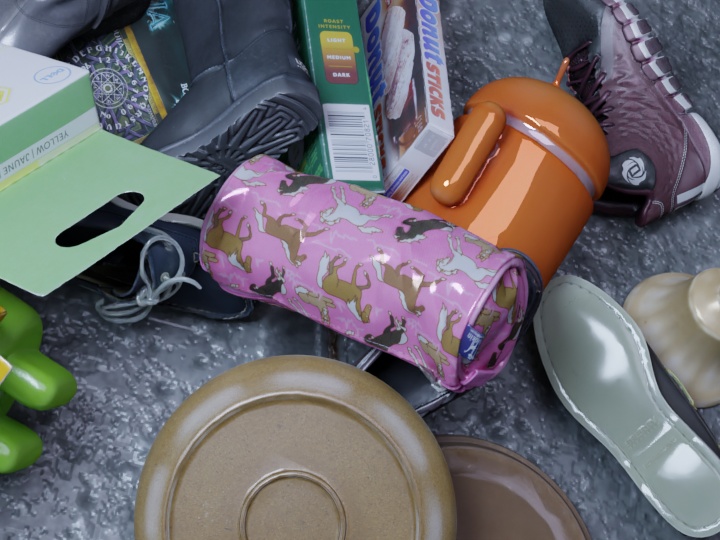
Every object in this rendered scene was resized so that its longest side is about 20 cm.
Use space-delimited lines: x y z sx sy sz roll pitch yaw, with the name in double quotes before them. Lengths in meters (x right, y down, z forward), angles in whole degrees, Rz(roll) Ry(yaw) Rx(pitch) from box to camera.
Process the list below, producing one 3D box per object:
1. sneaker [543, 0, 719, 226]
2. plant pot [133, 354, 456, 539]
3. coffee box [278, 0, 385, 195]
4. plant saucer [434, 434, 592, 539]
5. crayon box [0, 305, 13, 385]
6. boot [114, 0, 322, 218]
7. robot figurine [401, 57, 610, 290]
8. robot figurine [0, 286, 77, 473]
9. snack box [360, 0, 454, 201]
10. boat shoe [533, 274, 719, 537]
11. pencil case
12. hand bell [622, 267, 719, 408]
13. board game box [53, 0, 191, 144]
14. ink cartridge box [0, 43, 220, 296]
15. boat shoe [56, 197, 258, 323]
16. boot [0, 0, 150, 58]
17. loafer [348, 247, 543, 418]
"sneaker" 0.174 -0.120 1.232 0.115 0.076 0.201 -32 79 -24
"plant pot" -0.040 0.152 1.009 0.197 0.027 0.203 0 88 2
"coffee box" -0.029 -0.115 1.136 0.043 0.123 0.202 -1 65 -17
"plant saucer" 0.069 0.198 1.075 0.197 0.030 0.202 8 63 -15
"crayon box" -0.281 0.029 0.897 0.200 0.052 0.126 41 104 7
"boot" -0.110 -0.143 1.109 0.066 0.164 0.202 38 29 -50
"robot figurine" 0.093 -0.044 1.132 0.143 0.116 0.201 38 78 -22
"robot figurine" -0.268 0.042 0.985 0.199 0.116 0.177 31 93 4
"snack box" 0.030 -0.135 1.153 0.024 0.072 0.201 22 39 -22
"boat shoe" 0.187 0.093 1.145 0.071 0.060 0.202 -36 73 11
"pencil case" 0.000 0.000 1.005 0.198 0.083 0.087 23 49 23
"hand bell" 0.260 0.008 1.126 0.103 0.200 0.105 7 63 -14
"board game box" -0.179 -0.145 1.154 0.134 0.028 0.202 -8 68 -21
"ink cartridge box" -0.200 -0.065 0.952 0.198 0.048 0.145 18 41 35
"boat shoe" -0.145 -0.008 1.048 0.199 0.075 0.062 30 35 -33
"boot" -0.204 -0.185 1.073 0.070 0.132 0.200 44 61 6
"loafer" 0.034 0.065 1.049 0.199 0.063 0.072 -38 98 9
